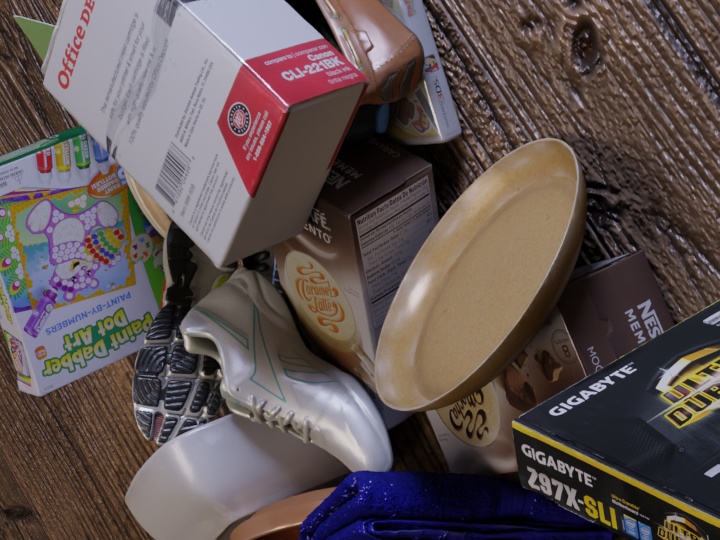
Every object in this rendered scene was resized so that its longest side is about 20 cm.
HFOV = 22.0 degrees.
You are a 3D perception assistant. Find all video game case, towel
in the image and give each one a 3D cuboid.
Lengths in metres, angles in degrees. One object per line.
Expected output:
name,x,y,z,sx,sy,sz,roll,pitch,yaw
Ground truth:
video game case,-0.017,-0.175,1.319,0.200,0.023,0.182,1,113,57
towel,0.067,0.186,1.284,0.148,0.200,0.050,127,145,-57

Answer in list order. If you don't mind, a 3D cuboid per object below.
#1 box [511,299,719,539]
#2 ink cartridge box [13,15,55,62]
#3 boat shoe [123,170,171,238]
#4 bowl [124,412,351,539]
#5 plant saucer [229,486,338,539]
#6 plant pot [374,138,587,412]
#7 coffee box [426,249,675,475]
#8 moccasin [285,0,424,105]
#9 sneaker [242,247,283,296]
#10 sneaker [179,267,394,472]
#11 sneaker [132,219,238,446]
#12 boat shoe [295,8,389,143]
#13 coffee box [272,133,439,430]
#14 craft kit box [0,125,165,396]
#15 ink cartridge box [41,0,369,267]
box,0.207,0.080,0.978,0.160,0.200,0.049,25,133,48
ink cartridge box,-0.181,-0.119,1.434,0.200,0.048,0.146,15,149,34
boat shoe,-0.160,-0.116,1.534,0.069,0.074,0.200,8,117,62
bowl,-0.075,0.159,1.468,0.075,0.199,0.200,63,154,14
plant saucer,0.000,0.199,1.410,0.200,0.200,0.032,135,136,-58
plant pot,0.080,0.007,1.170,0.027,0.200,0.200,33,157,-20
coffee box,0.121,0.066,1.220,0.200,0.080,0.113,-18,95,60
moccasin,-0.044,-0.179,1.258,0.201,0.078,0.074,50,145,25
sneaker,-0.066,0.010,1.473,0.070,0.078,0.200,11,120,56
sneaker,-0.055,0.091,1.356,0.200,0.080,0.070,46,152,21
sneaker,-0.130,0.051,1.461,0.085,0.077,0.200,102,179,-66
boat shoe,-0.061,-0.151,1.314,0.200,0.069,0.084,32,136,46
coffee box,0.000,0.000,1.339,0.114,0.080,0.200,32,144,42
craft kit box,-0.228,-0.022,1.584,0.048,0.200,0.198,12,122,52
ink cartridge box,-0.108,-0.126,1.232,0.200,0.084,0.144,44,132,20
